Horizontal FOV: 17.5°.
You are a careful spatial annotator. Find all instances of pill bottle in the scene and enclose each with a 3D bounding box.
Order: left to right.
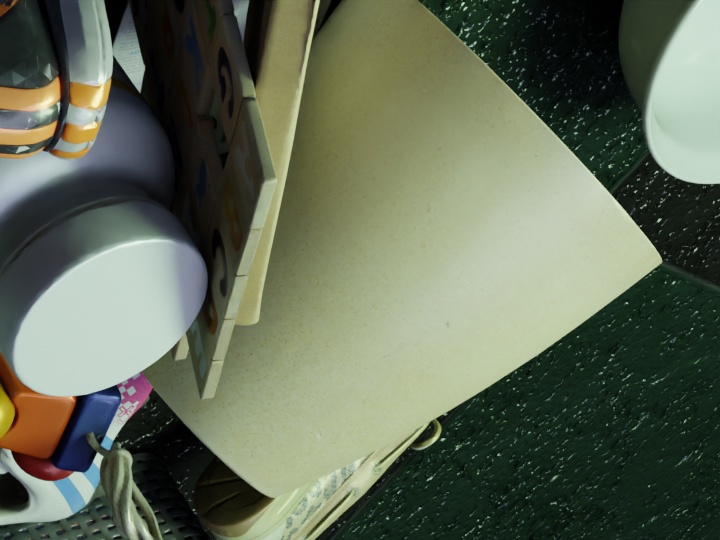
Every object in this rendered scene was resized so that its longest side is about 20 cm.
[{"bbox_3d":[-0.140,-0.050,0.898,0.112,0.200,0.112,-24,146,-18],"label":"pill bottle"}]

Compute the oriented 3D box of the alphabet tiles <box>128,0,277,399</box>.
[{"bbox_3d":[-0.067,-0.054,0.888,0.008,0.168,0.200,-7,153,-16],"label":"alphabet tiles"}]

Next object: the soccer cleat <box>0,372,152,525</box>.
[{"bbox_3d":[-0.151,0.059,1.153,0.086,0.070,0.201,-13,141,-34],"label":"soccer cleat"}]

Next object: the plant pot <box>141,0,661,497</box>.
[{"bbox_3d":[0.000,0.000,1.053,0.200,0.187,0.187,-45,148,2],"label":"plant pot"}]

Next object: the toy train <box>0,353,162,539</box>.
[{"bbox_3d":[-0.162,0.061,1.026,0.115,0.200,0.085,-3,135,-35],"label":"toy train"}]

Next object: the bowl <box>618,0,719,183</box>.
[{"bbox_3d":[0.206,-0.148,1.211,0.200,0.091,0.202,-24,146,-18],"label":"bowl"}]

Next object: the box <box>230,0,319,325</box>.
[{"bbox_3d":[-0.029,-0.099,0.870,0.021,0.164,0.200,8,145,-6],"label":"box"}]

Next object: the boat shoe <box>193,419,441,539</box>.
[{"bbox_3d":[-0.008,0.087,1.295,0.200,0.073,0.063,-40,132,-19],"label":"boat shoe"}]

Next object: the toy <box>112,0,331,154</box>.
[{"bbox_3d":[-0.068,-0.119,1.026,0.115,0.047,0.200,-19,149,-33],"label":"toy"}]

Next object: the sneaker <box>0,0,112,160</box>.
[{"bbox_3d":[-0.159,-0.119,0.813,0.111,0.200,0.078,2,131,-24],"label":"sneaker"}]

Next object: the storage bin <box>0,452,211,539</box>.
[{"bbox_3d":[-0.183,0.195,1.276,0.199,0.094,0.136,-13,142,-31],"label":"storage bin"}]
